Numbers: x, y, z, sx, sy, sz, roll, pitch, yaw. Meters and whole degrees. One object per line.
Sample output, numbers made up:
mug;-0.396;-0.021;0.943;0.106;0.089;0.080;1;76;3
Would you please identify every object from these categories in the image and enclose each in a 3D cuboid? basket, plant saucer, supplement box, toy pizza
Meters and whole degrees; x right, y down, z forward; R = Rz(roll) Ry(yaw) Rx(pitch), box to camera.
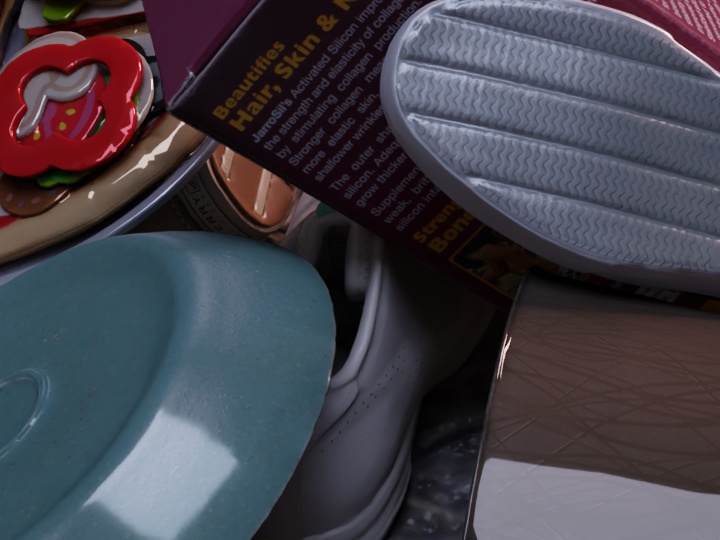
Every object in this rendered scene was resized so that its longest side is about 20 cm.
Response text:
basket;0.133;0.088;0.751;0.199;0.136;0.181;6;45;9
plant saucer;-0.098;0.054;0.817;0.200;0.036;0.200;-29;32;20
supplement box;0.044;-0.063;0.853;0.110;0.200;0.086;-47;32;20
toy pizza;-0.122;-0.076;0.947;0.200;0.032;0.201;-14;50;17

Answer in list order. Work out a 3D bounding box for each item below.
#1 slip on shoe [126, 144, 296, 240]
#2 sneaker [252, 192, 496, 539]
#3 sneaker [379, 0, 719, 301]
slip on shoe;-0.044;-0.075;0.999;0.060;0.076;0.200;-22;34;30
sneaker;0.000;0.000;0.891;0.075;0.089;0.200;2;43;13
sneaker;0.095;-0.021;0.795;0.200;0.071;0.073;22;80;-10
